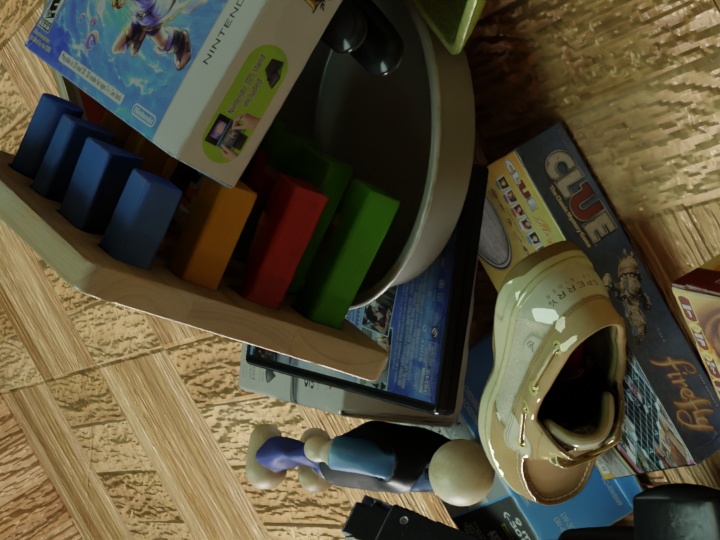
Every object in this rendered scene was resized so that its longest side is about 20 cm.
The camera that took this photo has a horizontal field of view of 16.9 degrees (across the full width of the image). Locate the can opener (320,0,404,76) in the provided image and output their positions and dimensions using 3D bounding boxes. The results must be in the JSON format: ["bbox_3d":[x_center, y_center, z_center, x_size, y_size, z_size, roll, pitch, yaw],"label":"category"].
[{"bbox_3d":[-0.027,-0.162,1.318,0.063,0.079,0.200,21,-158,-27],"label":"can opener"}]

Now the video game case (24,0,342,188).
[{"bbox_3d":[-0.083,-0.162,1.289,0.045,0.182,0.200,28,-176,-38],"label":"video game case"}]

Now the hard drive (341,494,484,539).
[{"bbox_3d":[0.095,0.219,1.597,0.199,0.038,0.140,21,161,26],"label":"hard drive"}]

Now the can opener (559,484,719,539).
[{"bbox_3d":[0.169,0.166,1.412,0.200,0.063,0.079,-15,79,62],"label":"can opener"}]

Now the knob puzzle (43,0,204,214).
[{"bbox_3d":[-0.107,-0.149,1.452,0.030,0.219,0.220,0,120,53],"label":"knob puzzle"}]

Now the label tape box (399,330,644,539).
[{"bbox_3d":[0.097,0.116,1.565,0.144,0.066,0.200,58,164,3],"label":"label tape box"}]

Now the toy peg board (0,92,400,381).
[{"bbox_3d":[-0.093,-0.042,1.329,0.199,0.098,0.200,19,-170,-36],"label":"toy peg board"}]

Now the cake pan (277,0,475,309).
[{"bbox_3d":[0.004,-0.078,1.376,0.200,0.037,0.201,-3,86,59],"label":"cake pan"}]

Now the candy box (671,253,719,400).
[{"bbox_3d":[0.235,0.087,1.166,0.115,0.055,0.201,15,132,65],"label":"candy box"}]

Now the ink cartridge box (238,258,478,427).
[{"bbox_3d":[-0.004,0.017,1.557,0.200,0.082,0.147,-174,91,-69],"label":"ink cartridge box"}]

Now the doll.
[{"bbox_3d":[0.016,0.118,1.494,0.200,0.136,0.049,-3,82,56],"label":"doll"}]

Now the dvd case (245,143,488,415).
[{"bbox_3d":[0.000,0.000,1.432,0.200,0.017,0.143,11,95,53],"label":"dvd case"}]

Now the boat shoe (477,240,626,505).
[{"bbox_3d":[0.110,0.074,1.335,0.066,0.074,0.200,52,161,37],"label":"boat shoe"}]

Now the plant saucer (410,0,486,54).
[{"bbox_3d":[0.025,-0.239,1.231,0.200,0.048,0.200,54,161,15],"label":"plant saucer"}]

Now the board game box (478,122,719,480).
[{"bbox_3d":[0.128,0.022,1.383,0.201,0.035,0.135,60,162,-1],"label":"board game box"}]
